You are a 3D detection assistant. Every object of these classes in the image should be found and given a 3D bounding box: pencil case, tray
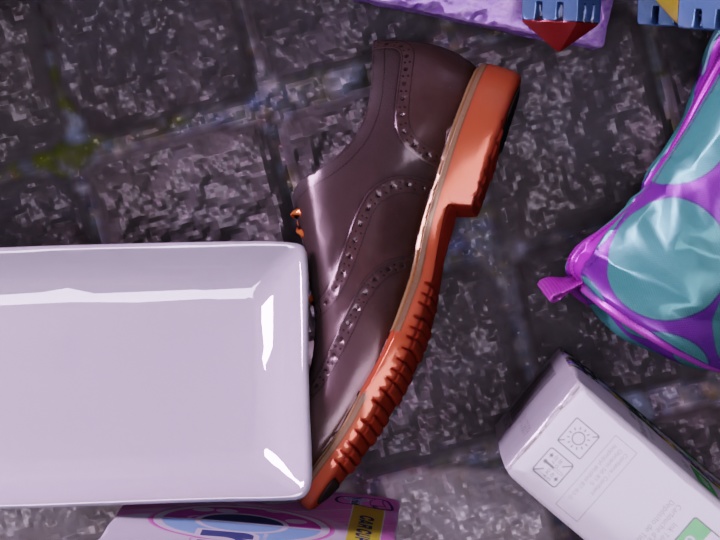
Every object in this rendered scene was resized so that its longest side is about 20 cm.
[{"bbox_3d":[0.161,-0.057,1.047,0.092,0.085,0.200,26,95,-17],"label":"pencil case"},{"bbox_3d":[-0.120,0.044,1.031,0.200,0.022,0.108,-2,75,1],"label":"tray"}]

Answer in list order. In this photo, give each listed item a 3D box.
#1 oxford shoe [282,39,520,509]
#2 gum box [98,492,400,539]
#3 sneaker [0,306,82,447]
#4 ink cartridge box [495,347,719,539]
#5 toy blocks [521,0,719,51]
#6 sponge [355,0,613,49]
[{"bbox_3d":[0.000,0.000,1.061,0.072,0.071,0.200,21,80,6],"label":"oxford shoe"},{"bbox_3d":[-0.045,0.134,1.011,0.113,0.200,0.066,5,96,2],"label":"gum box"},{"bbox_3d":[-0.196,0.068,1.075,0.078,0.066,0.200,45,95,-4],"label":"sneaker"},{"bbox_3d":[0.146,0.118,1.051,0.200,0.109,0.050,39,95,-3],"label":"ink cartridge box"},{"bbox_3d":[0.134,-0.151,0.985,0.200,0.100,0.137,5,96,26],"label":"toy blocks"},{"bbox_3d":[0.065,-0.200,1.062,0.111,0.030,0.200,11,95,-1],"label":"sponge"}]
